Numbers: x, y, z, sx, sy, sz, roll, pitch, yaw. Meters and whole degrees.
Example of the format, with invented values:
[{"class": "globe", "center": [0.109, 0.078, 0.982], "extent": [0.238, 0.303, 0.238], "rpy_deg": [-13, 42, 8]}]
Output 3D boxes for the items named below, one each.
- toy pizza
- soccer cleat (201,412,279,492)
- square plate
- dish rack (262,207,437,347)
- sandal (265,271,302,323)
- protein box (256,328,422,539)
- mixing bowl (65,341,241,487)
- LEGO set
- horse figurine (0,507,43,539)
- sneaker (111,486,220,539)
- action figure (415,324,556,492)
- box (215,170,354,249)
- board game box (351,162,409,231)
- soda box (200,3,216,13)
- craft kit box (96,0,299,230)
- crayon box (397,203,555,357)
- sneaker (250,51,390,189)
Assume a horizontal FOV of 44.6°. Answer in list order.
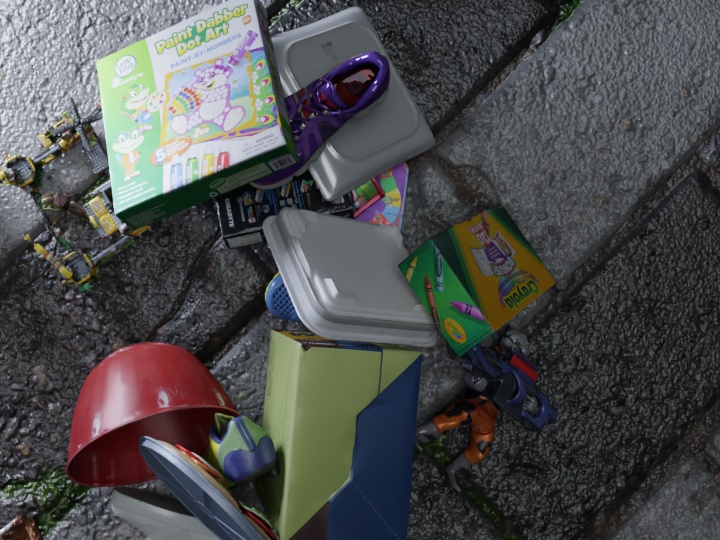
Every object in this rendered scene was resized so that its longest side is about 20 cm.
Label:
[{"class": "toy pizza", "center": [-0.152, 0.237, 0.913], "extent": [0.200, 0.200, 0.032], "rpy_deg": [45, 65, -1]}, {"class": "soccer cleat", "center": [-0.141, 0.194, 0.958], "extent": [0.064, 0.200, 0.085], "rpy_deg": [-24, 88, -26]}, {"class": "square plate", "center": [-0.014, -0.206, 1.028], "extent": [0.198, 0.028, 0.201], "rpy_deg": [-31, 92, -39]}, {"class": "dish rack", "center": [0.000, 0.000, 0.958], "extent": [0.044, 0.197, 0.174], "rpy_deg": [-50, 50, 33]}, {"class": "sandal", "center": [-0.016, 0.037, 1.037], "extent": [0.195, 0.088, 0.081], "rpy_deg": [2, 117, -1]}, {"class": "protein box", "center": [-0.030, 0.176, 0.973], "extent": [0.132, 0.200, 0.204], "rpy_deg": [5, 89, -14]}, {"class": "mixing bowl", "center": [-0.240, 0.152, 0.990], "extent": [0.196, 0.201, 0.110], "rpy_deg": [-20, 65, -4]}, {"class": "LEGO set", "center": [-0.329, -0.084, 1.009], "extent": [0.151, 0.116, 0.204], "rpy_deg": [-24, 90, -4]}, {"class": "horse figurine", "center": [-0.387, 0.401, 1.023], "extent": [0.132, 0.050, 0.201], "rpy_deg": [-39, 83, -21]}, {"class": "sneaker", "center": [-0.212, 0.334, 1.022], "extent": [0.197, 0.074, 0.118], "rpy_deg": [24, 86, -13]}, {"class": "action figure", "center": [0.130, 0.140, 1.047], "extent": [0.194, 0.104, 0.200], "rpy_deg": [-47, 116, -9]}, {"class": "box", "center": [-0.102, -0.142, 1.039], "extent": [0.155, 0.046, 0.204], "rpy_deg": [-12, 75, -3]}, {"class": "board game box", "center": [-0.022, -0.079, 1.069], "extent": [0.154, 0.039, 0.205], "rpy_deg": [8, 89, -4]}, {"class": "soda box", "center": [-0.176, -0.193, 0.997], "extent": [0.067, 0.064, 0.204], "rpy_deg": [17, 77, 7]}, {"class": "craft kit box", "center": [-0.175, -0.169, 0.921], "extent": [0.196, 0.049, 0.201], "rpy_deg": [-21, 62, 11]}, {"class": "crayon box", "center": [0.137, 0.005, 0.998], "extent": [0.058, 0.199, 0.120], "rpy_deg": [-39, 83, 34]}, {"class": "sneaker", "center": [-0.052, -0.169, 0.930], "extent": [0.199, 0.083, 0.081], "rpy_deg": [-41, 91, -4]}]
